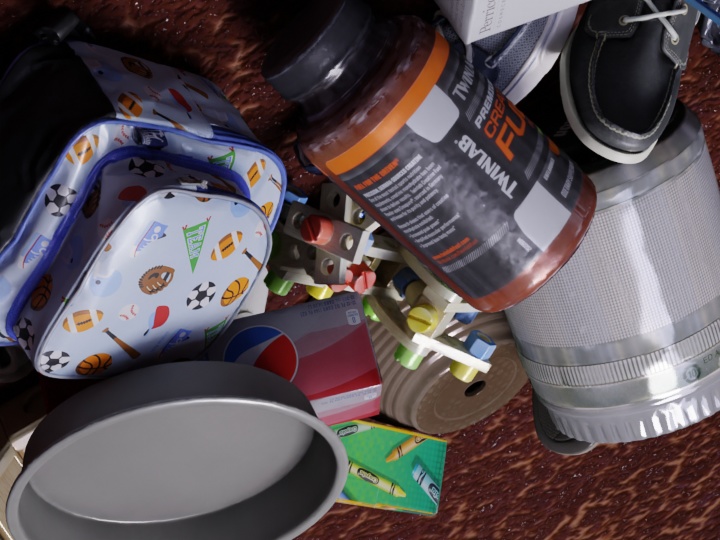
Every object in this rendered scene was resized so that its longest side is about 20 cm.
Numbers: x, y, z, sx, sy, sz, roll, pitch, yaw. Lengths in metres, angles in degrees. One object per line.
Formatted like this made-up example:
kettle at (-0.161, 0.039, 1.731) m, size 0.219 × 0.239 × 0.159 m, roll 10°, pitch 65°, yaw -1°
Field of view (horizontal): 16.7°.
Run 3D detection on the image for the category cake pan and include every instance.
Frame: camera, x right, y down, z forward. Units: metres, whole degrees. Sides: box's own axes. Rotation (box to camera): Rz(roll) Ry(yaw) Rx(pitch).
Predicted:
cake pan at (-0.108, 0.116, 1.421) m, size 0.199 × 0.037 × 0.201 m, roll -9°, pitch 145°, yaw -6°

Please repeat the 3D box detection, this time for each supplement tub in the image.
supplement tub at (0.037, -0.074, 1.421) m, size 0.107 × 0.107 × 0.200 m, roll -42°, pitch 111°, yaw 17°

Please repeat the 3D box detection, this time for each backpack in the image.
backpack at (-0.133, -0.032, 1.387) m, size 0.190 × 0.154 × 0.200 m, roll -3°, pitch 138°, yaw -53°

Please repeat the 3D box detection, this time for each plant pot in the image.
plant pot at (0.060, 0.050, 1.735) m, size 0.200 × 0.093 × 0.201 m, roll -24°, pitch 150°, yaw -15°

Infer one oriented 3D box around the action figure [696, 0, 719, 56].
action figure at (0.296, -0.128, 1.644) m, size 0.200 × 0.104 × 0.194 m, roll -1°, pitch 100°, yaw -61°

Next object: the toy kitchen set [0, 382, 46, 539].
toy kitchen set at (-0.203, 0.124, 1.517) m, size 0.180 × 0.200 × 0.163 m, roll -30°, pitch 121°, yaw -4°

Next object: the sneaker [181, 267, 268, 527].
sneaker at (-0.078, 0.082, 1.563) m, size 0.099 × 0.201 × 0.078 m, roll 2°, pitch 157°, yaw 29°

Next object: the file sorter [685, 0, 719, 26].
file sorter at (0.253, -0.222, 1.286) m, size 0.139 × 0.123 × 0.200 m, roll -37°, pitch 162°, yaw -49°

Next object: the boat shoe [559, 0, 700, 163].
boat shoe at (0.167, -0.149, 1.472) m, size 0.072 × 0.200 × 0.068 m, roll 21°, pitch 141°, yaw -4°

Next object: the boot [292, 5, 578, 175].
boot at (0.047, -0.124, 1.488) m, size 0.090 × 0.073 × 0.200 m, roll 11°, pitch 125°, yaw -44°

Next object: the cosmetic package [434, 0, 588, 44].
cosmetic package at (0.132, -0.220, 1.415) m, size 0.199 × 0.081 × 0.113 m, roll -23°, pitch 148°, yaw -18°

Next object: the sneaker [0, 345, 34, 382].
sneaker at (-0.203, 0.030, 1.473) m, size 0.200 × 0.080 × 0.071 m, roll -8°, pitch 140°, yaw -38°

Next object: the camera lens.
camera lens at (0.167, -0.008, 1.619) m, size 0.160 × 0.160 × 0.201 m, roll -24°, pitch 110°, yaw -14°

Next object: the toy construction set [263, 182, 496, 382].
toy construction set at (0.000, 0.000, 1.563) m, size 0.092 × 0.131 × 0.200 m, roll -49°, pitch 145°, yaw 6°

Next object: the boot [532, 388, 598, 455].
boot at (0.190, 0.050, 1.804) m, size 0.073 × 0.201 × 0.151 m, roll 6°, pitch 167°, yaw 23°

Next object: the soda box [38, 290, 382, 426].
soda box at (-0.089, 0.072, 1.482) m, size 0.199 × 0.064 × 0.070 m, roll -13°, pitch 162°, yaw -5°

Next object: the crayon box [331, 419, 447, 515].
crayon box at (-0.046, 0.127, 1.710) m, size 0.200 × 0.118 × 0.058 m, roll 16°, pitch 81°, yaw -50°
